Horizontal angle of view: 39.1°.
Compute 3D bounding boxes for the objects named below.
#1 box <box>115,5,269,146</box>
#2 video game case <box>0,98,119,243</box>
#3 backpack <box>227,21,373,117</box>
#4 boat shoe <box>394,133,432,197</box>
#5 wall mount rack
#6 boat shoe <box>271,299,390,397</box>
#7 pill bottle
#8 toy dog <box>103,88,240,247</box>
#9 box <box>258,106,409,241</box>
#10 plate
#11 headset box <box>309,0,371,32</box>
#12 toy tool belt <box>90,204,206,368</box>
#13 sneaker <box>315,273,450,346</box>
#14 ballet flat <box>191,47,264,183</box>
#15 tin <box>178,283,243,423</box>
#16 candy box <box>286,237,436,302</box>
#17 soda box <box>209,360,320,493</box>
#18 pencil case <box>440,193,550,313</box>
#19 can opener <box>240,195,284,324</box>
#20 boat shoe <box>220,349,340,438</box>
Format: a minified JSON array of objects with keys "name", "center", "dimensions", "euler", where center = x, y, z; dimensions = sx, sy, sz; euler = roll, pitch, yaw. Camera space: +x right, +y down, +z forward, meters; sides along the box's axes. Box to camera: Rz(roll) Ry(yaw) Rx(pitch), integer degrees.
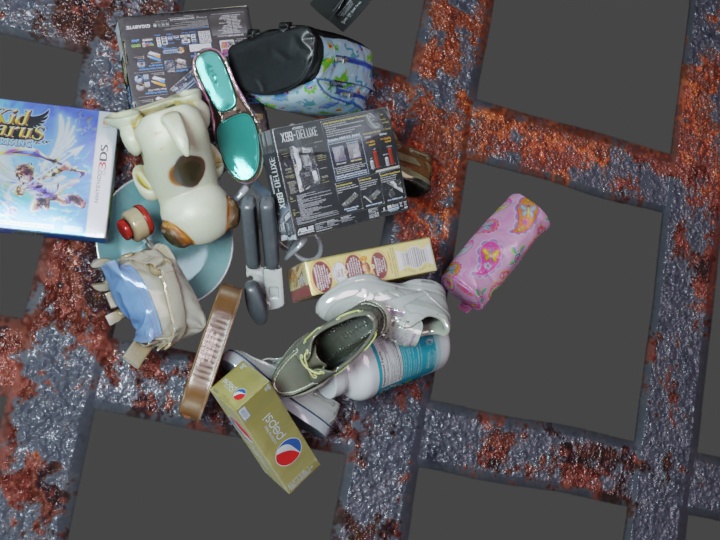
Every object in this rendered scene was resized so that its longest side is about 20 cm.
[{"name":"box","center":[-0.247,-0.282,1.504],"dimensions":[0.199,0.050,0.200],"euler":[-10,90,-18]},{"name":"video game case","center":[-0.443,-0.140,1.413],"dimensions":[0.199,0.045,0.182],"euler":[5,81,-10]},{"name":"backpack","center":[-0.067,-0.294,1.502],"dimensions":[0.200,0.162,0.155],"euler":[-26,107,-53]},{"name":"boat shoe","center":[0.026,-0.185,1.575],"dimensions":[0.199,0.076,0.074],"euler":[26,71,-22]},{"name":"wall mount rack","center":[-0.108,-0.115,1.520],"dimensions":[0.200,0.075,0.174],"euler":[40,49,-11]},{"name":"boat shoe","center":[-0.049,0.111,1.386],"dimensions":[0.201,0.060,0.072],"euler":[-37,86,17]},{"name":"pill bottle","center":[0.026,0.123,1.497],"dimensions":[0.199,0.111,0.111],"euler":[-18,89,-30]},{"name":"toy dog","center":[-0.236,-0.134,1.393],"dimensions":[0.139,0.194,0.201],"euler":[-26,113,-27]},{"name":"box","center":[-0.036,-0.141,1.464],"dimensions":[0.199,0.050,0.159],"euler":[-17,98,-29]},{"name":"plate","center":[-0.284,-0.042,1.477],"dimensions":[0.199,0.026,0.202],"euler":[2,82,-18]},{"name":"headset box","center":[0.010,-0.468,1.558],"dimensions":[0.075,0.149,0.200],"euler":[38,73,-10]},{"name":"toy tool belt","center":[-0.307,0.021,1.386],"dimensions":[0.123,0.125,0.201],"euler":[-29,93,-26]},{"name":"sneaker","center":[0.037,0.059,1.430],"dimensions":[0.199,0.075,0.100],"euler":[-1,47,-17]},{"name":"ballet flat","center":[-0.186,-0.221,1.457],"dimensions":[0.069,0.071,0.201],"euler":[-22,93,0]},{"name":"tin","center":[-0.213,0.115,1.438],"dimensions":[0.042,0.112,0.201],"euler":[18,77,-3]},{"name":"candy box","center":[0.000,0.000,1.517],"dimensions":[0.199,0.115,0.056],"euler":[-11,86,-19]},{"name":"soda box","center":[-0.131,0.222,1.422],"dimensions":[0.064,0.068,0.201],"euler":[-41,133,-19]},{"name":"pencil case","center":[0.213,-0.028,1.610],"dimensions":[0.087,0.087,0.200],"euler":[43,74,-9]},{"name":"can opener","center":[-0.141,-0.010,1.450],"dimensions":[0.053,0.201,0.067],"euler":[0,39,2]},{"name":"boat shoe","center":[-0.107,0.157,1.485],"dimensions":[0.202,0.075,0.086],"euler":[37,68,-17]}]
